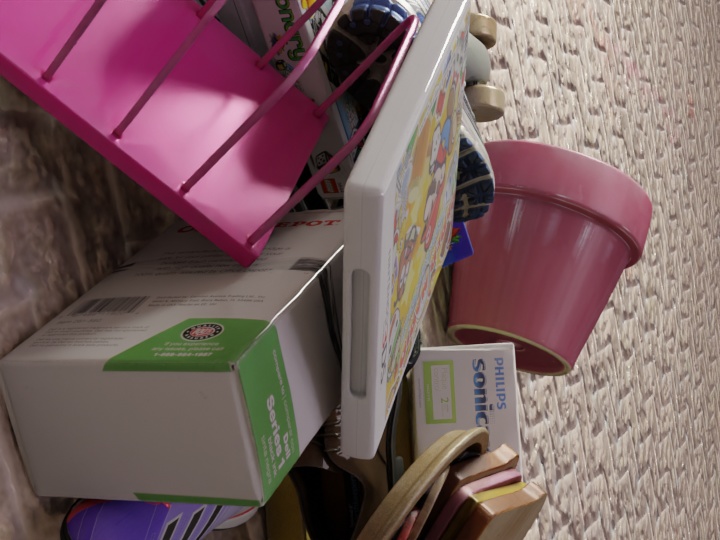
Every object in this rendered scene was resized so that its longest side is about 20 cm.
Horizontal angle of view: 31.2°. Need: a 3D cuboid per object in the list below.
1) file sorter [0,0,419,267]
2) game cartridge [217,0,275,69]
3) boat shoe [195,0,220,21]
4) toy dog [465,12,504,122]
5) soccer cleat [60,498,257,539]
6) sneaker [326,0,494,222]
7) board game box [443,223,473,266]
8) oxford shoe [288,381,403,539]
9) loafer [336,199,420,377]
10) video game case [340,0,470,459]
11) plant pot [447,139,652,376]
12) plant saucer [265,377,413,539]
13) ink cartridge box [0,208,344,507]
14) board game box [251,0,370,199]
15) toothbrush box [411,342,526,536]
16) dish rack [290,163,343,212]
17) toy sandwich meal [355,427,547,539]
[{"bbox_3d":[-0.083,-0.136,0.690,0.199,0.125,0.140,39,41,-14],"label":"file sorter"},{"bbox_3d":[-0.032,-0.191,0.879,0.201,0.040,0.134,-63,147,-44],"label":"game cartridge"},{"bbox_3d":[-0.092,-0.256,0.838,0.071,0.090,0.202,-52,131,-56],"label":"boat shoe"},{"bbox_3d":[0.050,-0.199,1.172,0.200,0.096,0.133,39,52,-38],"label":"toy dog"},{"bbox_3d":[-0.099,0.122,0.737,0.074,0.068,0.200,-55,165,16],"label":"soccer cleat"},{"bbox_3d":[0.046,-0.115,0.841,0.201,0.076,0.086,65,32,-44],"label":"sneaker"},{"bbox_3d":[0.030,-0.117,1.050,0.135,0.044,0.201,-110,178,-52],"label":"board game box"},{"bbox_3d":[-0.016,0.092,0.839,0.084,0.072,0.203,-28,110,-62],"label":"oxford shoe"},{"bbox_3d":[0.000,0.000,0.986,0.070,0.068,0.202,24,37,-27],"label":"loafer"},{"bbox_3d":[0.026,-0.029,0.717,0.201,0.023,0.184,-67,164,-48],"label":"video game case"},{"bbox_3d":[0.169,-0.003,1.265,0.200,0.198,0.181,42,63,-55],"label":"plant pot"},{"bbox_3d":[-0.017,0.174,0.958,0.199,0.048,0.203,5,81,-65],"label":"plant saucer"},{"bbox_3d":[-0.082,0.041,0.726,0.200,0.144,0.085,-48,131,-58],"label":"ink cartridge box"},{"bbox_3d":[-0.019,-0.164,0.826,0.127,0.034,0.202,-62,144,-44],"label":"board game box"},{"bbox_3d":[0.086,0.143,1.068,0.200,0.085,0.148,80,8,-82],"label":"toothbrush box"},{"bbox_3d":[-0.039,-0.114,0.969,0.201,0.054,0.155,-68,144,-46],"label":"dish rack"},{"bbox_3d":[0.049,0.194,0.862,0.205,0.070,0.206,-49,161,-23],"label":"toy sandwich meal"}]
